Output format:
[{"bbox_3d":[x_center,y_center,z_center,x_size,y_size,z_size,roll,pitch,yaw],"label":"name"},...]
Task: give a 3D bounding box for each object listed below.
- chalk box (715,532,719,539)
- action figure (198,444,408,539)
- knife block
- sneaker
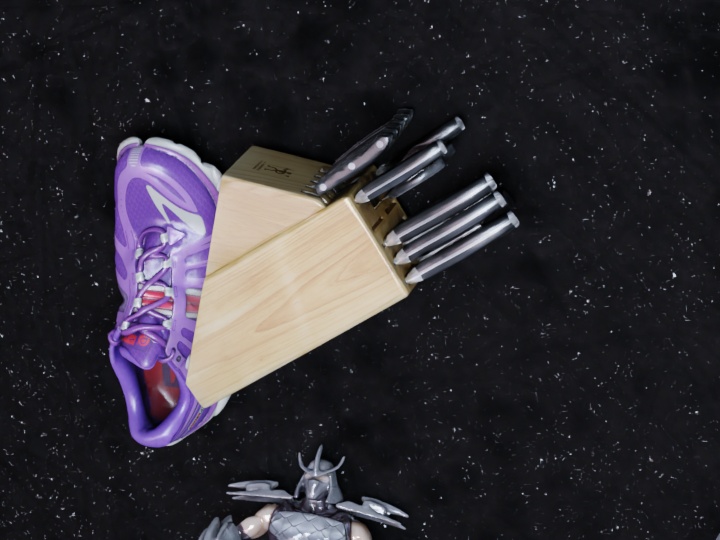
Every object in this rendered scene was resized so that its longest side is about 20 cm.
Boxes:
[{"bbox_3d":[0.248,0.183,1.605,0.124,0.125,0.200,31,161,8],"label":"chalk box"},{"bbox_3d":[-0.039,0.207,1.800,0.130,0.069,0.201,9,85,21],"label":"action figure"},{"bbox_3d":[0.000,0.000,1.702,0.175,0.064,0.200,16,113,11],"label":"knife block"},{"bbox_3d":[-0.117,0.017,1.766,0.080,0.083,0.200,5,115,22],"label":"sneaker"}]
